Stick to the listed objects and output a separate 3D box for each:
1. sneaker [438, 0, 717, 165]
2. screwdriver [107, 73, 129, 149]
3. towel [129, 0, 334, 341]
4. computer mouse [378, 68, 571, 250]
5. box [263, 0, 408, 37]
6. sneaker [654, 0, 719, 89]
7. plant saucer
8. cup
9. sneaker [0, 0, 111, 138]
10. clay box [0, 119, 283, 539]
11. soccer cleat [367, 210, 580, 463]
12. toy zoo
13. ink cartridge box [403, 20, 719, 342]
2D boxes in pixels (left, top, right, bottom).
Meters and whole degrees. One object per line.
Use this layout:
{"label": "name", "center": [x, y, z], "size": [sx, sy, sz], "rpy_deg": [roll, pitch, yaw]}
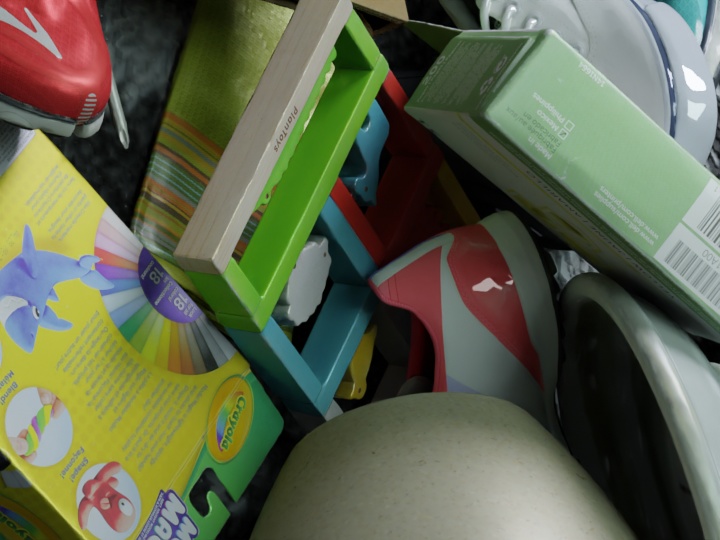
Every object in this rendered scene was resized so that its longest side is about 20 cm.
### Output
{"label": "sneaker", "center": [0.082, -0.098, 1.088], "size": [0.070, 0.200, 0.073], "rpy_deg": [-4, 121, -26]}
{"label": "screwdriver", "center": [-0.117, -0.146, 1.010], "size": [0.028, 0.029, 0.201], "rpy_deg": [-9, 77, -43]}
{"label": "towel", "center": [-0.042, -0.068, 1.062], "size": [0.086, 0.018, 0.201], "rpy_deg": [33, 56, -31]}
{"label": "computer mouse", "center": [0.085, -0.075, 1.159], "size": [0.199, 0.046, 0.141], "rpy_deg": [19, 63, -36]}
{"label": "box", "center": [-0.052, -0.203, 1.013], "size": [0.163, 0.021, 0.201], "rpy_deg": [13, 61, -50]}
{"label": "sneaker", "center": [0.127, -0.135, 1.183], "size": [0.079, 0.078, 0.201], "rpy_deg": [8, 44, -15]}
{"label": "plant saucer", "center": [0.131, 0.093, 0.990], "size": [0.050, 0.200, 0.201], "rpy_deg": [-14, 84, -9]}
{"label": "cup", "center": [0.030, 0.132, 0.951], "size": [0.200, 0.200, 0.144], "rpy_deg": [15, 53, -37]}
{"label": "sneaker", "center": [-0.131, -0.137, 0.924], "size": [0.077, 0.085, 0.201], "rpy_deg": [6, 48, -35]}
{"label": "clay box", "center": [-0.124, 0.027, 0.935], "size": [0.200, 0.047, 0.115], "rpy_deg": [50, 47, -18]}
{"label": "soccer cleat", "center": [0.052, 0.073, 1.048], "size": [0.073, 0.068, 0.201], "rpy_deg": [-16, 118, -12]}
{"label": "toy zoo", "center": [0.000, 0.000, 1.025], "size": [0.200, 0.020, 0.132], "rpy_deg": [55, 51, -47]}
{"label": "ink cartridge box", "center": [0.082, -0.039, 1.010], "size": [0.145, 0.200, 0.048], "rpy_deg": [39, 84, -16]}
